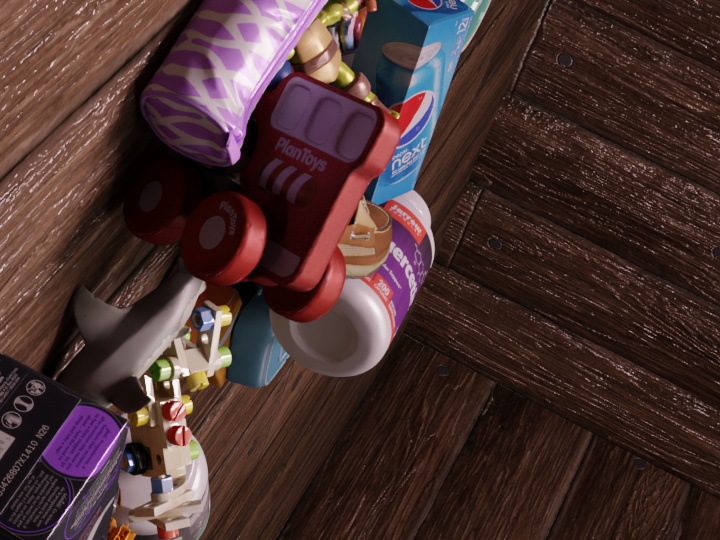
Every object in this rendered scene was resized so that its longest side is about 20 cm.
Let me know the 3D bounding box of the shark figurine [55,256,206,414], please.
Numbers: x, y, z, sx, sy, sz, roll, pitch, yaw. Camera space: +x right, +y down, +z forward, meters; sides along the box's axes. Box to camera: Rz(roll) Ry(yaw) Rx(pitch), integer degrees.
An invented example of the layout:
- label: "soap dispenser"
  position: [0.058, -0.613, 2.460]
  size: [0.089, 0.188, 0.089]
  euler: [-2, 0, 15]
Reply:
- label: "shark figurine"
  position: [-0.175, 0.026, 1.186]
  size: [0.215, 0.090, 0.128]
  euler: [-53, -156, -16]

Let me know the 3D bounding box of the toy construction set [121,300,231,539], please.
- label: "toy construction set"
  position: [-0.162, 0.126, 1.326]
  size: [0.092, 0.131, 0.200]
  euler: [8, 83, -41]

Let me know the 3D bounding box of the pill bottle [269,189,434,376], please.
- label: "pill bottle"
  position: [0.000, 0.000, 1.426]
  size: [0.200, 0.112, 0.113]
  euler: [-60, 173, -50]

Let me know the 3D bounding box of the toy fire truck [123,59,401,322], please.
- label: "toy fire truck"
  position: [-0.070, -0.069, 1.138]
  size: [0.112, 0.200, 0.168]
  euler: [27, 93, -45]

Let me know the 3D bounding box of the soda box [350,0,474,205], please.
- label: "soda box"
  position: [0.030, -0.157, 1.374]
  size: [0.064, 0.068, 0.200]
  euler: [-26, 146, -41]

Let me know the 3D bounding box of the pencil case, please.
- label: "pencil case"
  position: [-0.075, -0.168, 1.106]
  size: [0.200, 0.085, 0.084]
  euler: [-59, 162, -21]

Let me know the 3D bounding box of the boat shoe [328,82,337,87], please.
- label: "boat shoe"
  position: [-0.053, -0.073, 1.358]
  size: [0.199, 0.066, 0.074]
  euler: [-56, 147, 12]

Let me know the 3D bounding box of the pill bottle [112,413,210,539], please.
- label: "pill bottle"
  position: [-0.202, 0.205, 1.486]
  size: [0.113, 0.113, 0.200]
  euler: [-60, 172, -21]

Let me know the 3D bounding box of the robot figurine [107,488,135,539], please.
- label: "robot figurine"
  position: [-0.238, 0.225, 1.283]
  size: [0.145, 0.058, 0.200]
  euler: [-62, -162, -9]

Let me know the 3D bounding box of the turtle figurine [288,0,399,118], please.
- label: "turtle figurine"
  position: [-0.042, -0.165, 1.276]
  size: [0.200, 0.064, 0.161]
  euler: [-48, 124, -33]

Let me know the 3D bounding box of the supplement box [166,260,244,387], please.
- label: "supplement box"
  position: [-0.151, 0.055, 1.480]
  size: [0.069, 0.066, 0.200]
  euler: [-61, 172, -11]

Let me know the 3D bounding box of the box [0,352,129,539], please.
- label: "box"
  position: [-0.242, 0.172, 1.079]
  size: [0.122, 0.106, 0.200]
  euler: [-58, 172, -39]

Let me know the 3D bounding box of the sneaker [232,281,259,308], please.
- label: "sneaker"
  position: [-0.123, 0.029, 1.646]
  size: [0.087, 0.075, 0.200]
  euler: [-38, 159, -32]

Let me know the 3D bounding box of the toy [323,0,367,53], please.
- label: "toy"
  position: [0.006, -0.239, 1.436]
  size: [0.200, 0.047, 0.115]
  euler: [-18, 121, -67]

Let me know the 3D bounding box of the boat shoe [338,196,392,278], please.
- label: "boat shoe"
  position: [-0.021, -0.037, 1.283]
  size: [0.200, 0.076, 0.074]
  euler: [-26, 141, -64]

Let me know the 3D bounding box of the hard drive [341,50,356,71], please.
- label: "hard drive"
  position: [-0.030, -0.114, 1.448]
  size: [0.132, 0.025, 0.200]
  euler: [-22, 143, -46]

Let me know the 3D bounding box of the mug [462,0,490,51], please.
- label: "mug"
  position: [0.066, -0.276, 1.621]
  size: [0.185, 0.114, 0.152]
  euler: [-66, 172, 27]

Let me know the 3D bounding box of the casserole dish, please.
- label: "casserole dish"
  position: [-0.081, 0.050, 1.524]
  size: [0.121, 0.039, 0.200]
  euler: [-54, 171, -26]
